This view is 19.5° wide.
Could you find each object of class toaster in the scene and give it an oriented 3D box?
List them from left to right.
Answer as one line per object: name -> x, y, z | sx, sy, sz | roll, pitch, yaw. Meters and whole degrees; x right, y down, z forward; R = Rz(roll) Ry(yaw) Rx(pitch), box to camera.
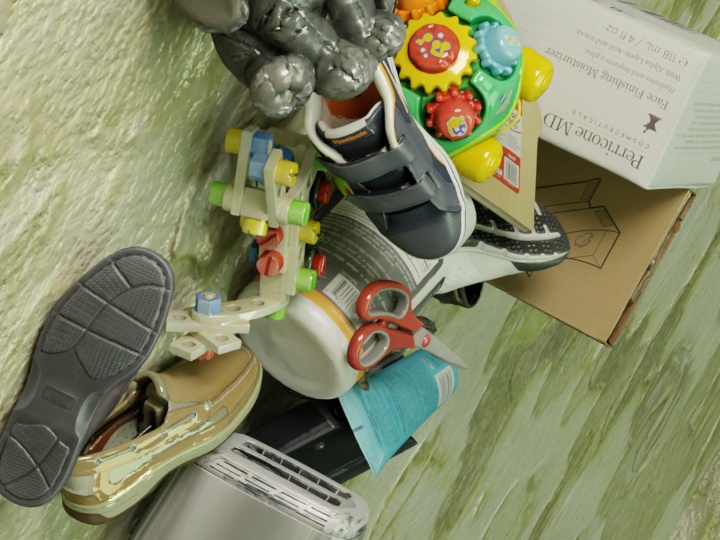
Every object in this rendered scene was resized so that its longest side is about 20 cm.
toaster -> -0.081, 0.216, 1.649 | 0.129, 0.200, 0.114 | -64, 168, 9

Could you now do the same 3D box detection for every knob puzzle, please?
knob puzzle -> 0.091, -0.152, 1.728 | 0.220, 0.030, 0.220 | 22, 64, -53

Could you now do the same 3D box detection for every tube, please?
tube -> 0.031, 0.111, 1.766 | 0.050, 0.077, 0.200 | -29, 180, 22

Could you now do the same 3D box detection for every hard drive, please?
hard drive -> -0.041, 0.154, 1.795 | 0.135, 0.042, 0.200 | -29, 163, 15

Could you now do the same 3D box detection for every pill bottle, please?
pill bottle -> 0.000, 0.000, 1.682 | 0.200, 0.116, 0.116 | -47, 154, -32

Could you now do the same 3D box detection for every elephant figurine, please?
elephant figurine -> -0.060, -0.208, 1.302 | 0.142, 0.155, 0.200 | -88, 154, -49

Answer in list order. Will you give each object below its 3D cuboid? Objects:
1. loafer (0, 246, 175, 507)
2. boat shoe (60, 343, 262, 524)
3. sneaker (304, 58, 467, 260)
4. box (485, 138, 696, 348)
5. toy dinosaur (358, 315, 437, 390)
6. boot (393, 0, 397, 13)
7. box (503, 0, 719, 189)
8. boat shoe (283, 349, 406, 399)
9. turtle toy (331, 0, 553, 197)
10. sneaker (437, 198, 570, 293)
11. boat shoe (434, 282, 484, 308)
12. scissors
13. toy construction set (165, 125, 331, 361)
loafer -> -0.189, 0.067, 1.431 | 0.200, 0.072, 0.063 | -59, 179, 9
boat shoe -> -0.146, 0.105, 1.557 | 0.200, 0.072, 0.076 | -43, 140, -38
sneaker -> 0.011, -0.084, 1.474 | 0.200, 0.078, 0.079 | 62, 23, -19
box -> 0.194, -0.039, 1.955 | 0.021, 0.200, 0.164 | 28, 91, -55
toy dinosaur -> 0.003, 0.053, 1.771 | 0.200, 0.088, 0.047 | -31, 139, -67
boot -> 0.032, -0.260, 1.510 | 0.200, 0.072, 0.144 | -47, 156, -14
box -> 0.228, -0.170, 1.873 | 0.200, 0.199, 0.131 | -7, 122, -64
boat shoe -> -0.013, 0.093, 1.821 | 0.200, 0.076, 0.060 | -14, 123, -61
turtle toy -> 0.048, -0.133, 1.577 | 0.200, 0.146, 0.101 | -58, 166, -8
sneaker -> 0.086, -0.019, 1.835 | 0.200, 0.074, 0.080 | 0, 139, -18
boat shoe -> 0.099, -0.048, 1.902 | 0.074, 0.073, 0.200 | -44, 152, -39
scissors -> 0.048, 0.046, 1.658 | 0.200, 0.014, 0.073 | 7, 101, -57
toy construction set -> -0.072, -0.021, 1.528 | 0.131, 0.092, 0.200 | -58, 171, -60
